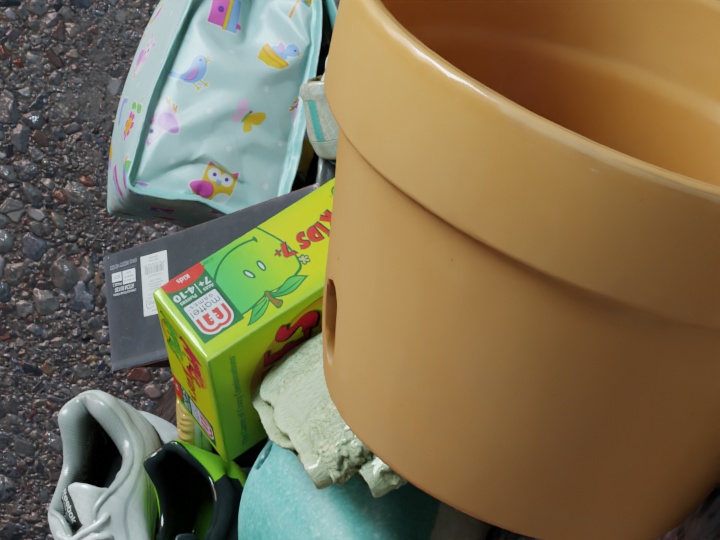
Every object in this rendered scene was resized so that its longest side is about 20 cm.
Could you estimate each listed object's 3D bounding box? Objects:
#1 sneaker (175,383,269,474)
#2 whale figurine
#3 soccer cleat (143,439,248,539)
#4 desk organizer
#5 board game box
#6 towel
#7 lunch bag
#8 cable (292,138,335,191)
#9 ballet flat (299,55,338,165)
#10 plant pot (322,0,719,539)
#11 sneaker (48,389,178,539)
[{"bbox_3d":[-0.045,0.078,0.969,0.200,0.087,0.077,50,-142,-72],"label":"sneaker"},{"bbox_3d":[-0.003,0.120,0.777,0.160,0.103,0.200,-55,6,8],"label":"whale figurine"},{"bbox_3d":[-0.072,0.175,0.837,0.067,0.081,0.201,-29,50,20],"label":"soccer cleat"},{"bbox_3d":[-0.059,0.010,1.011,0.199,0.076,0.073,-16,76,45],"label":"desk organizer"},{"bbox_3d":[0.000,0.000,0.845,0.199,0.048,0.102,-33,-27,-18],"label":"board game box"},{"bbox_3d":[0.048,0.023,0.754,0.199,0.037,0.148,-30,18,-10],"label":"towel"},{"bbox_3d":[-0.085,-0.126,1.116,0.170,0.121,0.202,165,120,-76],"label":"lunch bag"},{"bbox_3d":[-0.044,-0.039,1.133,0.200,0.050,0.098,-134,60,-87],"label":"cable"},{"bbox_3d":[0.028,-0.136,1.067,0.067,0.063,0.200,-7,28,36],"label":"ballet flat"},{"bbox_3d":[0.071,-0.007,0.568,0.200,0.198,0.141,-71,0,-65],"label":"plant pot"},{"bbox_3d":[-0.128,0.155,0.885,0.081,0.074,0.202,59,-160,-56],"label":"sneaker"}]
